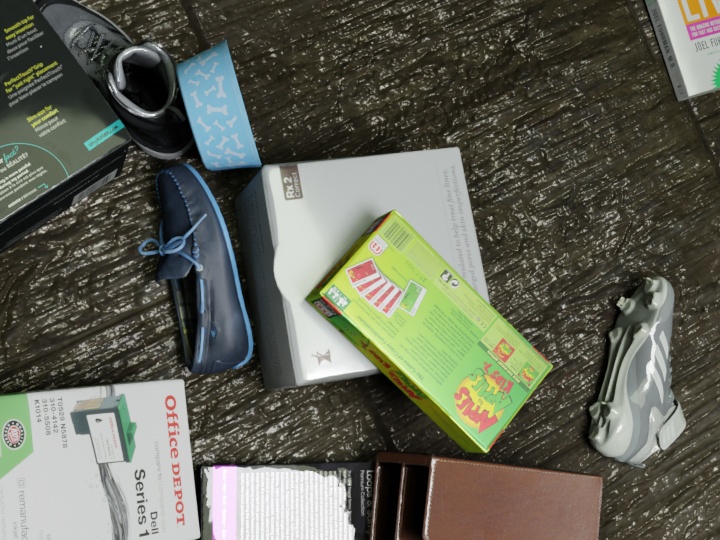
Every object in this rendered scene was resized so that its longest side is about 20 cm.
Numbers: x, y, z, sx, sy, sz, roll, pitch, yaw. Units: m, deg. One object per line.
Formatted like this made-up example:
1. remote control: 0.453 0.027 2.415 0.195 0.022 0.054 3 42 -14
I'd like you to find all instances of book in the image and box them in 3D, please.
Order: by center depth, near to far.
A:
1. book: 0.403 -0.312 1.214 0.134 0.048 0.200 -18 89 -16

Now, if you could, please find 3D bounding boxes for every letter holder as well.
1. letter holder: 0.117 0.252 0.972 0.200 0.101 0.142 12 78 -28

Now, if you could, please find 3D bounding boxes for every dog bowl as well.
1. dog bowl: -0.128 -0.142 0.932 0.050 0.200 0.112 -16 96 -5

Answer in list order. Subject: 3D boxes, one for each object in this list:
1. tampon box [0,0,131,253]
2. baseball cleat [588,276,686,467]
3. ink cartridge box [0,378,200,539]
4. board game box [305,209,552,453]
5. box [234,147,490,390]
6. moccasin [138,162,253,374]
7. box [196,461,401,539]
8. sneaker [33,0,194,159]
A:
1. tampon box: -0.322 -0.141 0.899 0.150 0.126 0.200 -37 93 -20
2. baseball cleat: 0.310 0.111 1.105 0.106 0.070 0.200 25 84 -20
3. ink cartridge box: -0.240 0.170 0.855 0.200 0.084 0.146 -1 82 -46
4. board game box: 0.061 0.054 0.897 0.200 0.048 0.102 44 72 -8
5. box: 0.000 0.000 0.979 0.200 0.131 0.199 -8 84 -19
6. moccasin: -0.156 -0.002 0.953 0.068 0.080 0.200 -17 85 -32
7. box: -0.055 0.254 0.971 0.200 0.036 0.143 2 81 -17
8. sneaker: -0.226 -0.194 0.940 0.200 0.114 0.075 44 75 -2
